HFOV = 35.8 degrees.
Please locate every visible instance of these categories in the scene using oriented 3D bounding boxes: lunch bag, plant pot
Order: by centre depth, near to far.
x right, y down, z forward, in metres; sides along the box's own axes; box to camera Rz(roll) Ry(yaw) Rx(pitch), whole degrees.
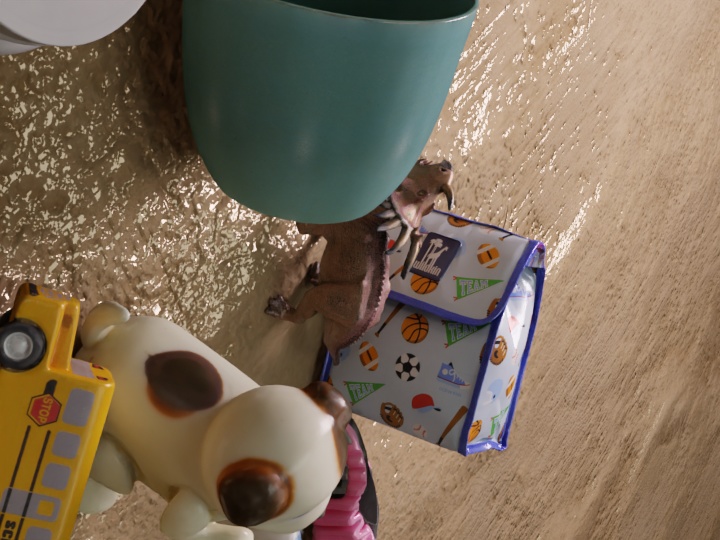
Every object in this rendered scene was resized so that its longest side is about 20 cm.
[{"bbox_3d":[-0.032,-0.131,0.776,0.200,0.200,0.162,-27,137,-48],"label":"plant pot"},{"bbox_3d":[0.067,0.047,1.021,0.124,0.169,0.201,7,100,-62],"label":"lunch bag"}]

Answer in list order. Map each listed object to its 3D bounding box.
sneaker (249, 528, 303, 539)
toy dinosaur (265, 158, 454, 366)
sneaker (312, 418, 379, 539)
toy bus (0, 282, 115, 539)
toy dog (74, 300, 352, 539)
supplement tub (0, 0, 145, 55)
[{"bbox_3d":[-0.104,0.298,0.972,0.072,0.072,0.201,28,77,-48],"label":"sneaker"},{"bbox_3d":[0.000,0.000,0.928,0.086,0.135,0.201,-11,114,-54],"label":"toy dinosaur"},{"bbox_3d":[-0.016,0.202,1.073,0.096,0.078,0.201,-66,155,-53],"label":"sneaker"},{"bbox_3d":[-0.209,0.114,0.700,0.078,0.065,0.201,16,91,-18],"label":"toy bus"},{"bbox_3d":[-0.096,0.108,0.773,0.139,0.199,0.195,-37,133,-43],"label":"toy dog"},{"bbox_3d":[-0.194,-0.175,0.496,0.144,0.199,0.145,-30,128,-47],"label":"supplement tub"}]
